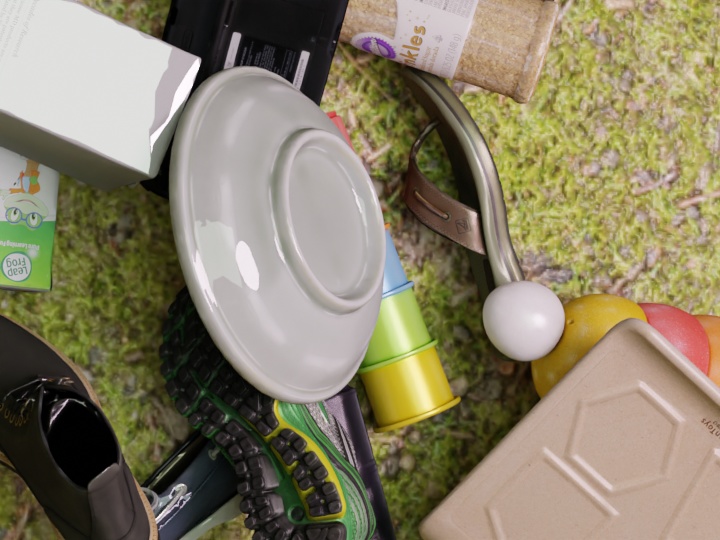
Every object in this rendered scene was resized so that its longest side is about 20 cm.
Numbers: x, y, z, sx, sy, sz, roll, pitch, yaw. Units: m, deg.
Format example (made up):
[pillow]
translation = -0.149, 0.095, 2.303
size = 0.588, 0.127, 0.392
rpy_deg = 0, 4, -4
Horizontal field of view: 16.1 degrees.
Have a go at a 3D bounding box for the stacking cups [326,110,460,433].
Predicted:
[stacking cups]
translation = 0.000, 0.000, 1.606
size = 0.060, 0.060, 0.201
rpy_deg = -22, 90, -20

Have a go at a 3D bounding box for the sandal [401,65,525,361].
[sandal]
translation = 0.060, -0.035, 1.616
size = 0.057, 0.080, 0.202
rpy_deg = -17, 94, -6

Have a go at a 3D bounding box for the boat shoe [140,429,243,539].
[boat shoe]
translation = -0.130, 0.149, 1.535
size = 0.200, 0.075, 0.062
rpy_deg = -37, 102, -19

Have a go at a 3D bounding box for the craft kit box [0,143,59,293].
[craft kit box]
translation = -0.273, -0.094, 1.509
size = 0.199, 0.048, 0.199
rpy_deg = 7, 83, -20

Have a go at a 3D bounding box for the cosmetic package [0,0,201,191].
[cosmetic package]
translation = -0.204, -0.120, 1.456
size = 0.199, 0.113, 0.082
rpy_deg = 23, 80, -20

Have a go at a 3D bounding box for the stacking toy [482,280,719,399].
[stacking toy]
translation = 0.155, 0.064, 1.596
size = 0.199, 0.146, 0.147
rpy_deg = 27, 79, -25

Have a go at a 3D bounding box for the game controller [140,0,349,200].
[game controller]
translation = -0.070, -0.129, 1.547
size = 0.104, 0.042, 0.201
rpy_deg = 12, 109, -13

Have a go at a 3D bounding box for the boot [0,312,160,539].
[boot]
translation = -0.182, 0.073, 1.448
size = 0.077, 0.139, 0.200
rpy_deg = -36, 66, -16

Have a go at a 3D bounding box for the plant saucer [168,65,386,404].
[plant saucer]
translation = -0.033, -0.025, 1.472
size = 0.200, 0.050, 0.202
rpy_deg = 31, 52, -50

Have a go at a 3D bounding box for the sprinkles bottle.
[sprinkles bottle]
translation = 0.021, -0.164, 1.576
size = 0.199, 0.068, 0.069
rpy_deg = 18, 81, 1

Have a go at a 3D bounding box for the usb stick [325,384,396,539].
[usb stick]
translation = -0.003, 0.170, 1.604
size = 0.055, 0.033, 0.201
rpy_deg = -17, 94, -27

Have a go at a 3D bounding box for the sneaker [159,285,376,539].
[sneaker]
translation = -0.056, 0.090, 1.524
size = 0.078, 0.085, 0.201
rpy_deg = -29, 73, 17

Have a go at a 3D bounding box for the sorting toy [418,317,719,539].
[sorting toy]
translation = 0.164, 0.149, 1.557
size = 0.185, 0.037, 0.200
rpy_deg = 41, 107, -11
